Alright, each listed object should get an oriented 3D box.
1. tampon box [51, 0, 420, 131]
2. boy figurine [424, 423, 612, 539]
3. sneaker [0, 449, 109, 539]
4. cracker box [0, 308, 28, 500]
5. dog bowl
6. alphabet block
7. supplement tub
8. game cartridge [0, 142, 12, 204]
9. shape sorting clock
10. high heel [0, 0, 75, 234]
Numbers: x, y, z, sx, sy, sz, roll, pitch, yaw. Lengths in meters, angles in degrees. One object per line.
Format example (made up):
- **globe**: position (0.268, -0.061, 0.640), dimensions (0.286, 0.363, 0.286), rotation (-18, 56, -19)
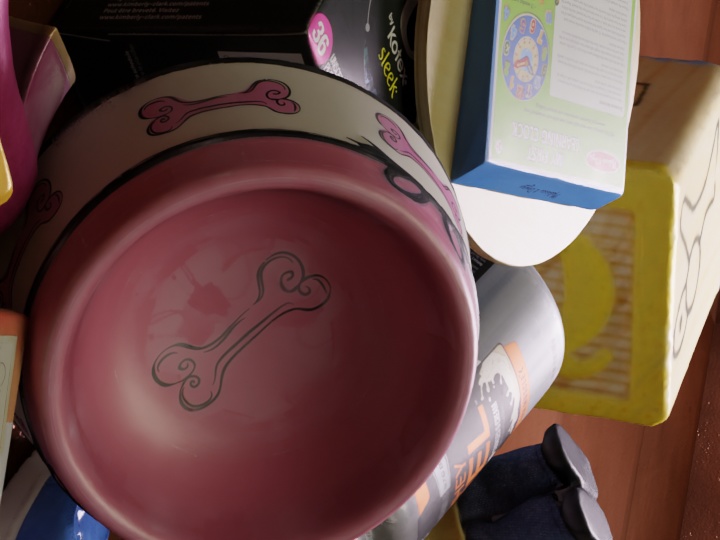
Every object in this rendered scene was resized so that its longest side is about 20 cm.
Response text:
- **tampon box**: position (-0.019, -0.111, 0.782), dimensions (0.201, 0.125, 0.150), rotation (-62, 145, -38)
- **boy figurine**: position (0.036, 0.160, 0.937), dimensions (0.064, 0.199, 0.125), rotation (45, 22, -53)
- **sneaker**: position (-0.108, 0.163, 0.691), dimensions (0.077, 0.110, 0.201), rotation (71, 32, -52)
- **cracker box**: position (-0.178, 0.104, 0.553), dimensions (0.134, 0.057, 0.202), rotation (17, 80, -70)
- **dog bowl**: position (-0.043, 0.025, 0.658), dimensions (0.074, 0.198, 0.202), rotation (-121, -155, -61)
- **alphabet block**: position (0.147, -0.033, 1.217), dimensions (0.200, 0.195, 0.197), rotation (-51, 142, -56)
- **supplement tub**: position (0.008, 0.072, 0.882), dimensions (0.200, 0.122, 0.123), rotation (-44, 141, -36)
- **game cartridge**: position (-0.185, -0.051, 0.415), dimensions (0.200, 0.032, 0.177), rotation (-40, 130, -41)
- **shape sorting clock**: position (0.080, -0.102, 0.795), dimensions (0.199, 0.039, 0.202), rotation (-7, 98, -56)
- **high heel**: position (-0.155, -0.080, 0.555), dimensions (0.200, 0.067, 0.096), rotation (74, 36, -60)
